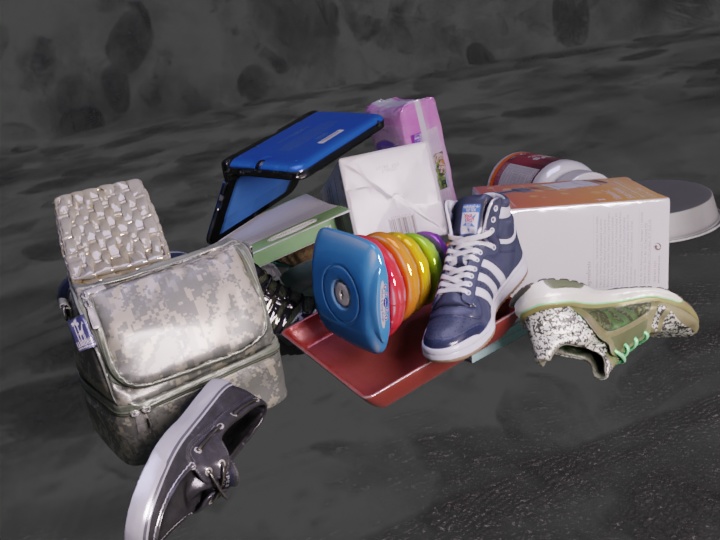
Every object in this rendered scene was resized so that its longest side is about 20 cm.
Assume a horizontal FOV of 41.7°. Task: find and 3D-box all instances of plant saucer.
[{"bbox_3d":[0.043,0.066,0.999,0.198,0.037,0.199,-27,27,-21],"label":"plant saucer"},{"bbox_3d":[0.000,0.000,1.160,0.196,0.028,0.200,-14,-9,-2],"label":"plant saucer"}]

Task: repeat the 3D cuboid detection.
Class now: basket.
[{"bbox_3d":[-0.306,-0.009,1.196,0.133,0.125,0.201,-15,42,-16],"label":"basket"}]

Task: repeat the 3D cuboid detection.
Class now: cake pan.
[{"bbox_3d":[0.398,-0.084,1.308,0.196,0.037,0.201,-8,19,3],"label":"cake pan"}]

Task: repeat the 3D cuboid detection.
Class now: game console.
[{"bbox_3d":[-0.079,-0.112,1.167,0.168,0.120,0.200,8,30,31],"label":"game console"}]

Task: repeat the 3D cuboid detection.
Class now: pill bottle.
[{"bbox_3d":[0.258,-0.098,1.285,0.108,0.112,0.200,-14,16,-15],"label":"pill bottle"}]

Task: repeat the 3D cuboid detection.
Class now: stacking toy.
[{"bbox_3d":[0.055,-0.001,0.992,0.198,0.118,0.109,-18,25,-37],"label":"stacking toy"}]

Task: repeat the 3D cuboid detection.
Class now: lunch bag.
[{"bbox_3d":[-0.185,0.070,0.933,0.197,0.171,0.139,-20,21,-28],"label":"lunch bag"}]

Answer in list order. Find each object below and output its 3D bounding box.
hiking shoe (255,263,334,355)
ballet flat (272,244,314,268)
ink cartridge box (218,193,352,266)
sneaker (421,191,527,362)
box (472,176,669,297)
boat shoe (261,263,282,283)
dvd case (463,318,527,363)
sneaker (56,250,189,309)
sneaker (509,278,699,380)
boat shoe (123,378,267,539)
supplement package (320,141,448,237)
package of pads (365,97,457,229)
[{"bbox_3d":[-0.100,0.041,1.080,0.196,0.103,0.076,-10,19,-4],"label":"hiking shoe"},{"bbox_3d":[-0.093,-0.032,1.318,0.070,0.067,0.198,7,1,-41],"label":"ballet flat"},{"bbox_3d":[-0.096,-0.040,1.170,0.144,0.049,0.200,-25,19,-14],"label":"ink cartridge box"},{"bbox_3d":[0.103,-0.003,0.928,0.069,0.110,0.200,0,30,32],"label":"sneaker"},{"bbox_3d":[0.240,-0.040,1.108,0.196,0.109,0.152,-4,15,-3],"label":"box"},{"bbox_3d":[-0.143,0.021,1.215,0.073,0.066,0.202,-6,19,10],"label":"boat shoe"},{"bbox_3d":[0.108,0.048,1.088,0.144,0.022,0.198,-22,24,-33],"label":"dvd case"},{"bbox_3d":[-0.317,0.018,1.300,0.197,0.072,0.082,-17,18,-16],"label":"sneaker"},{"bbox_3d":[0.241,0.067,0.925,0.196,0.090,0.077,4,-24,-13],"label":"sneaker"},{"bbox_3d":[-0.132,0.165,0.804,0.065,0.071,0.200,14,26,9],"label":"boat shoe"},{"bbox_3d":[0.026,-0.078,1.239,0.119,0.122,0.200,-12,-4,-9],"label":"supplement package"},{"bbox_3d":[0.079,-0.159,1.423,0.075,0.204,0.120,-21,18,-20],"label":"package of pads"}]
